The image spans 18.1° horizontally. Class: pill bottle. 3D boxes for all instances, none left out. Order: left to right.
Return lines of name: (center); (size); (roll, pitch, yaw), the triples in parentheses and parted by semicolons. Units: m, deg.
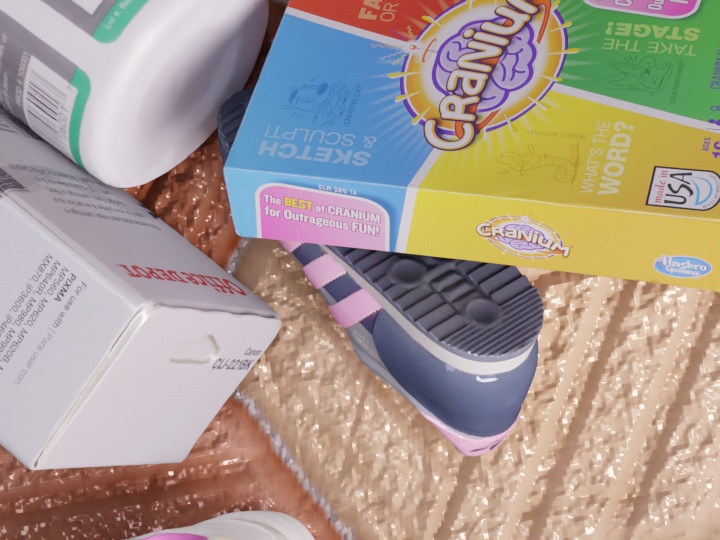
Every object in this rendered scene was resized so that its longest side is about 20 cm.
pill bottle: (-0.147, -0.135, 0.986); (0.200, 0.113, 0.113); (37, 91, 18)

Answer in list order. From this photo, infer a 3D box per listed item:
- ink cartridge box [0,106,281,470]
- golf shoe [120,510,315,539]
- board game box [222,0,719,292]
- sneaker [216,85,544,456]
ink cartridge box: (-0.150, -0.008, 0.943); (0.200, 0.144, 0.084); (37, 99, 18)
golf shoe: (-0.116, 0.144, 0.938); (0.199, 0.092, 0.076); (-21, 77, 12)
board game box: (0.061, -0.070, 0.914); (0.199, 0.040, 0.153); (6, 50, 14)
sneaker: (0.000, 0.000, 0.947); (0.070, 0.082, 0.200); (-21, 48, -24)
